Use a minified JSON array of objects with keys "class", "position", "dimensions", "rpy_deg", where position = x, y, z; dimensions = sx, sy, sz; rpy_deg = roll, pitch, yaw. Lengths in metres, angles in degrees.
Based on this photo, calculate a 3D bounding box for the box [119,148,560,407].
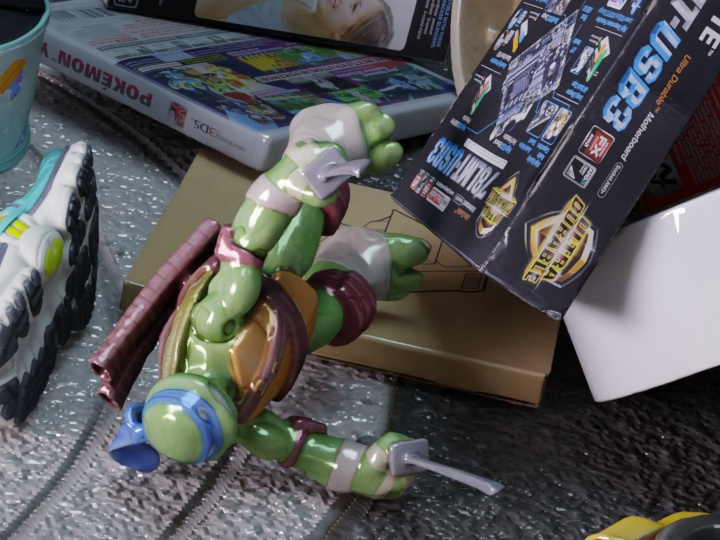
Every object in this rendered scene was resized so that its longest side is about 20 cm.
[{"class":"box","position":[0.000,0.000,1.332],"dimensions":[0.199,0.021,0.164],"rpy_deg":[12,26,5]}]

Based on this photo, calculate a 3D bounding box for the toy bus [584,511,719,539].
[{"class":"toy bus","position":[0.192,0.143,0.977],"dimensions":[0.199,0.136,0.192],"rpy_deg":[26,39,31]}]

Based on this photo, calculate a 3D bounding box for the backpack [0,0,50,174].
[{"class":"backpack","position":[-0.245,-0.089,1.266],"dimensions":[0.199,0.154,0.176],"rpy_deg":[-22,43,-32]}]

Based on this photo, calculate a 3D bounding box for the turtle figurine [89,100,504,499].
[{"class":"turtle figurine","position":[0.000,0.014,1.162],"dimensions":[0.144,0.200,0.194],"rpy_deg":[45,33,-13]}]

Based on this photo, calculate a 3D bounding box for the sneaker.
[{"class":"sneaker","position":[-0.162,-0.003,1.226],"dimensions":[0.079,0.078,0.200],"rpy_deg":[6,26,11]}]

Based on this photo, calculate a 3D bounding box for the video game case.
[{"class":"video game case","position":[-0.062,-0.108,1.493],"dimensions":[0.182,0.023,0.200],"rpy_deg":[27,23,28]}]

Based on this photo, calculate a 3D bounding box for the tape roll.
[{"class":"tape roll","position":[0.185,-0.008,1.241],"dimensions":[0.201,0.071,0.202],"rpy_deg":[-22,-2,-1]}]

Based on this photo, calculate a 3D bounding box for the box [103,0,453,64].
[{"class":"box","position":[-0.049,-0.177,1.560],"dimensions":[0.199,0.060,0.117],"rpy_deg":[9,21,-17]}]

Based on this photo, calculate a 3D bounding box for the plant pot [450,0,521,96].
[{"class":"plant pot","position":[0.181,-0.128,1.491],"dimensions":[0.183,0.201,0.200],"rpy_deg":[4,25,-39]}]

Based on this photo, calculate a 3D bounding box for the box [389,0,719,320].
[{"class":"box","position":[0.101,-0.088,1.235],"dimensions":[0.050,0.199,0.200],"rpy_deg":[31,3,-13]}]

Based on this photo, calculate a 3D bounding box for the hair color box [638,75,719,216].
[{"class":"hair color box","position":[0.216,-0.092,1.245],"dimensions":[0.111,0.064,0.200],"rpy_deg":[-23,1,-40]}]
